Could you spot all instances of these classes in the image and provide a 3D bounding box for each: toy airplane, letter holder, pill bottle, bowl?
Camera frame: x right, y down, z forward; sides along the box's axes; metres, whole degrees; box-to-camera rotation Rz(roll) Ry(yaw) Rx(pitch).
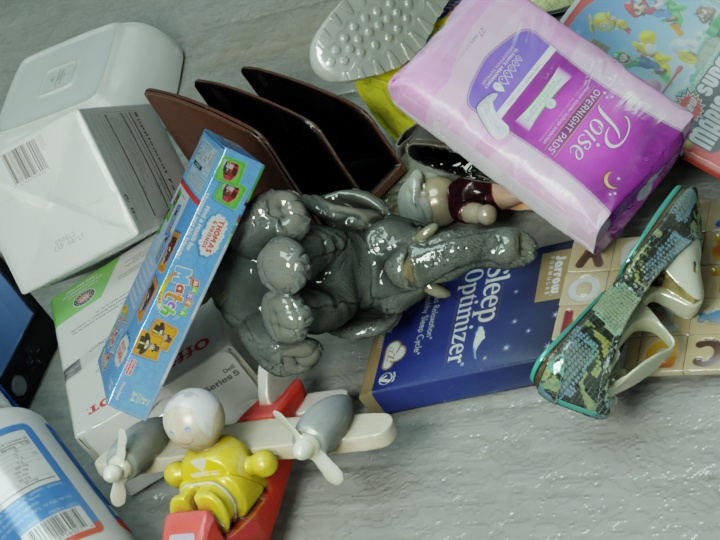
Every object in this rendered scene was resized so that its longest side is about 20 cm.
[{"bbox_3d":[-0.090,0.128,1.360,0.200,0.141,0.199,-38,35,-4],"label":"toy airplane"},{"bbox_3d":[-0.081,-0.125,1.639,0.101,0.142,0.200,-46,37,-15],"label":"letter holder"},{"bbox_3d":[-0.262,0.175,1.415,0.112,0.112,0.200,-39,58,-6],"label":"pill bottle"},{"bbox_3d":[-0.291,-0.172,1.918,0.200,0.075,0.200,-17,41,24],"label":"bowl"}]

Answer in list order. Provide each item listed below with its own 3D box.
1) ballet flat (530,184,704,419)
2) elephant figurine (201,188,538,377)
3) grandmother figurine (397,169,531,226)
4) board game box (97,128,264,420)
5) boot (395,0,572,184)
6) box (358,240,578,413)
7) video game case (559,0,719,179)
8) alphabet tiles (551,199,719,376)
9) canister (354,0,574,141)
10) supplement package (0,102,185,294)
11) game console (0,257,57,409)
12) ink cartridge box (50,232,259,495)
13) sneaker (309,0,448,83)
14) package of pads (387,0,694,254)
[{"bbox_3d":[0.196,0.026,1.285,0.074,0.074,0.200,14,56,46],"label":"ballet flat"},{"bbox_3d":[0.000,0.000,1.389,0.200,0.142,0.155,-13,49,-32],"label":"elephant figurine"},{"bbox_3d":[0.115,-0.066,1.495,0.200,0.061,0.121,-10,15,34],"label":"grandmother figurine"},{"bbox_3d":[-0.136,-0.001,1.375,0.200,0.037,0.151,-64,13,4],"label":"board game box"},{"bbox_3d":[0.140,-0.131,1.456,0.200,0.069,0.174,6,52,13],"label":"boot"},{"bbox_3d":[0.101,0.041,1.403,0.200,0.032,0.121,-12,42,27],"label":"box"},{"bbox_3d":[0.249,-0.157,1.427,0.200,0.017,0.143,31,66,14],"label":"video game case"},{"bbox_3d":[0.239,0.010,1.324,0.200,0.008,0.167,-3,46,23],"label":"alphabet tiles"},{"bbox_3d":[0.112,-0.191,1.606,0.200,0.087,0.149,-41,30,-12],"label":"canister"},{"bbox_3d":[-0.237,-0.068,1.639,0.121,0.120,0.200,-27,0,13],"label":"supplement package"},{"bbox_3d":[-0.302,0.048,1.569,0.118,0.200,0.171,-7,44,30],"label":"game console"},{"bbox_3d":[-0.165,0.067,1.536,0.145,0.084,0.200,-31,36,6],"label":"ink cartridge box"},{"bbox_3d":[0.020,-0.220,1.598,0.200,0.076,0.080,-45,16,-31],"label":"sneaker"},{"bbox_3d":[0.131,-0.116,1.365,0.200,0.076,0.121,38,83,11],"label":"package of pads"}]
